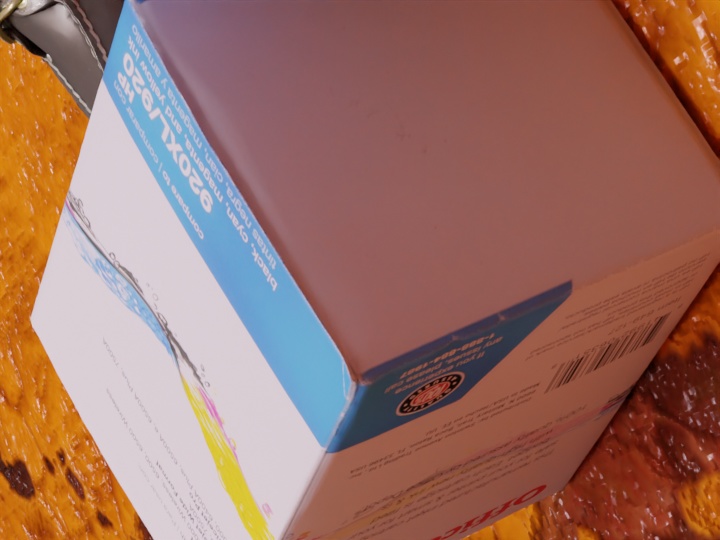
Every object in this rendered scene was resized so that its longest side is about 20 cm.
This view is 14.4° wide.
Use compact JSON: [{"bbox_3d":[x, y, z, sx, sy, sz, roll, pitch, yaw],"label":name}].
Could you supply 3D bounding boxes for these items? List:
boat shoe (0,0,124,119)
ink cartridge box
[{"bbox_3d":[-0.139,-0.128,1.177,0.202,0.060,0.072,59,153,17],"label":"boat shoe"},{"bbox_3d":[0.000,0.000,0.919,0.145,0.147,0.200,57,152,19],"label":"ink cartridge box"}]
